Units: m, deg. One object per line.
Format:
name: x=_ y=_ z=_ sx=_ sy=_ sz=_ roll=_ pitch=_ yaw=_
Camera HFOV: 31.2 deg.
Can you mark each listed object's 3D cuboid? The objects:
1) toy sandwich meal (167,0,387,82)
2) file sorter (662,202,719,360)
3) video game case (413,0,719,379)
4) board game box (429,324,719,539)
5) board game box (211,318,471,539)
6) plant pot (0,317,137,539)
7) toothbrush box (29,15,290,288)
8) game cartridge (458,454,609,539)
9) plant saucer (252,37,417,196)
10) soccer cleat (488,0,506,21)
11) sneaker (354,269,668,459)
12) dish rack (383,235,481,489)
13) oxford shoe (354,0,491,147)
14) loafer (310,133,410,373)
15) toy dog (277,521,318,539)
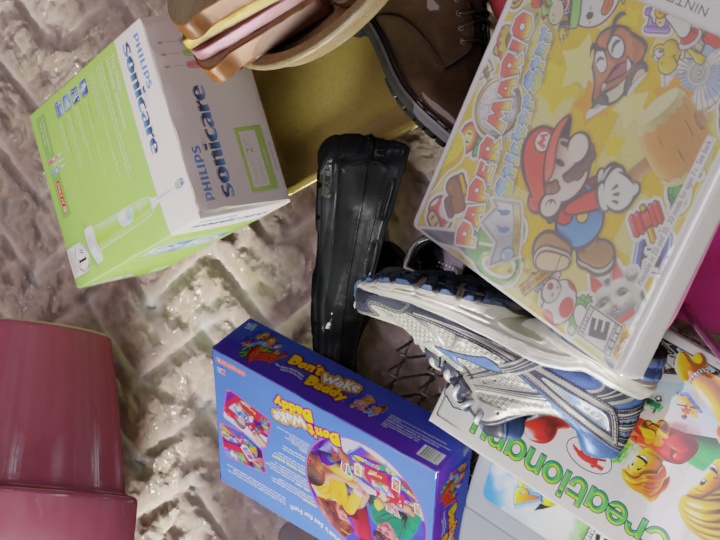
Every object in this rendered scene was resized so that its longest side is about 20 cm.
toy sandwich meal: x=-0.041 y=-0.217 z=0.843 sx=0.204 sy=0.070 sz=0.207 roll=-29 pitch=43 yaw=30
file sorter: x=0.259 y=-0.003 z=0.717 sx=0.198 sy=0.126 sz=0.140 roll=20 pitch=105 yaw=-7
video game case: x=0.124 y=-0.074 z=0.695 sx=0.182 sy=0.023 sz=0.202 roll=38 pitch=112 yaw=44
board game box: x=0.150 y=0.085 z=0.776 sx=0.199 sy=0.034 sz=0.127 roll=30 pitch=103 yaw=27
board game box: x=-0.017 y=0.136 z=0.930 sx=0.199 sy=0.045 sz=0.136 roll=25 pitch=133 yaw=28
plant pot: x=-0.272 y=0.137 z=1.037 sx=0.198 sy=0.200 sz=0.182 roll=-2 pitch=77 yaw=28
toothbrush box: x=-0.156 y=-0.086 z=0.968 sx=0.199 sy=0.085 sz=0.147 roll=-24 pitch=82 yaw=51
game cartridge: x=0.143 y=0.127 z=0.819 sx=0.133 sy=0.040 sz=0.202 roll=30 pitch=103 yaw=31
plant saucer: x=-0.030 y=-0.172 z=0.952 sx=0.198 sy=0.048 sz=0.202 roll=-25 pitch=82 yaw=27
soccer cleat: x=0.163 y=-0.223 z=0.820 sx=0.199 sy=0.068 sz=0.074 roll=-33 pitch=34 yaw=29
sneaker: x=0.075 y=0.055 z=0.760 sx=0.198 sy=0.077 sz=0.086 roll=19 pitch=101 yaw=30
dish rack: x=0.077 y=0.092 z=0.910 sx=0.152 sy=0.054 sz=0.202 roll=29 pitch=107 yaw=24
oxford shoe: x=0.056 y=-0.144 z=0.841 sx=0.084 sy=0.072 sz=0.201 roll=-40 pitch=75 yaw=22
loafer: x=0.000 y=0.000 z=0.925 sx=0.069 sy=0.068 sz=0.203 roll=2 pitch=117 yaw=-3
toy dog: x=-0.066 y=0.261 z=0.994 sx=0.197 sy=0.096 sz=0.134 roll=7 pitch=94 yaw=13
